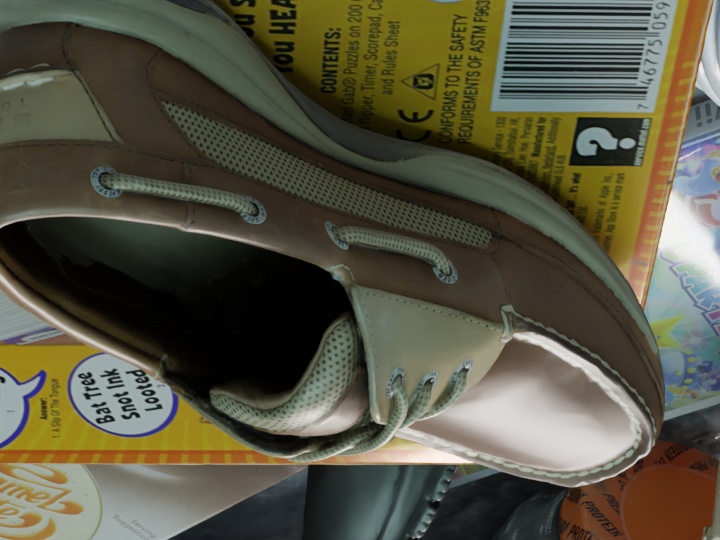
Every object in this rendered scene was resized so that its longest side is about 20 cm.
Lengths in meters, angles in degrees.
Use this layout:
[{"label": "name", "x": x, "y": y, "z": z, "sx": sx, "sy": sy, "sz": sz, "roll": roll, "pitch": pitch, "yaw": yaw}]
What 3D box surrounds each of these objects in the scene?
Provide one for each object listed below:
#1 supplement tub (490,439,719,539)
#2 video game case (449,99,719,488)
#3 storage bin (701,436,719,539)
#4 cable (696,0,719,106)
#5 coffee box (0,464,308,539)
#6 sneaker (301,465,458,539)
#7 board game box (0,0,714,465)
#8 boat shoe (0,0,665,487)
[{"label": "supplement tub", "x": 0.081, "y": 0.163, "z": 1.083, "sx": 0.122, "sy": 0.123, "sz": 0.200, "roll": 14, "pitch": 132, "yaw": -20}, {"label": "video game case", "x": 0.075, "y": 0.012, "z": 0.984, "sx": 0.199, "sy": 0.018, "sz": 0.143, "roll": -19, "pitch": 138, "yaw": 19}, {"label": "storage bin", "x": 0.243, "y": 0.117, "z": 0.956, "sx": 0.200, "sy": 0.094, "sz": 0.198, "roll": -3, "pitch": 160, "yaw": 35}, {"label": "cable", "x": 0.158, "y": -0.117, "z": 0.714, "sx": 0.200, "sy": 0.069, "sz": 0.200, "roll": -21, "pitch": 142, "yaw": -39}, {"label": "coffee box", "x": -0.120, "y": 0.043, "z": 0.947, "sx": 0.200, "sy": 0.080, "sz": 0.114, "roll": -30, "pitch": 125, "yaw": 30}, {"label": "sneaker", "x": 0.000, "y": 0.000, "z": 0.871, "sx": 0.090, "sy": 0.201, "sz": 0.076, "roll": 12, "pitch": -175, "yaw": -3}, {"label": "board game box", "x": -0.031, "y": -0.088, "z": 0.702, "sx": 0.199, "sy": 0.200, "sz": 0.200, "roll": 0, "pitch": 142, "yaw": -4}, {"label": "boat shoe", "x": -0.012, "y": 0.009, "z": 0.607, "sx": 0.200, "sy": 0.072, "sz": 0.076, "roll": 27, "pitch": 133, "yaw": -32}]
